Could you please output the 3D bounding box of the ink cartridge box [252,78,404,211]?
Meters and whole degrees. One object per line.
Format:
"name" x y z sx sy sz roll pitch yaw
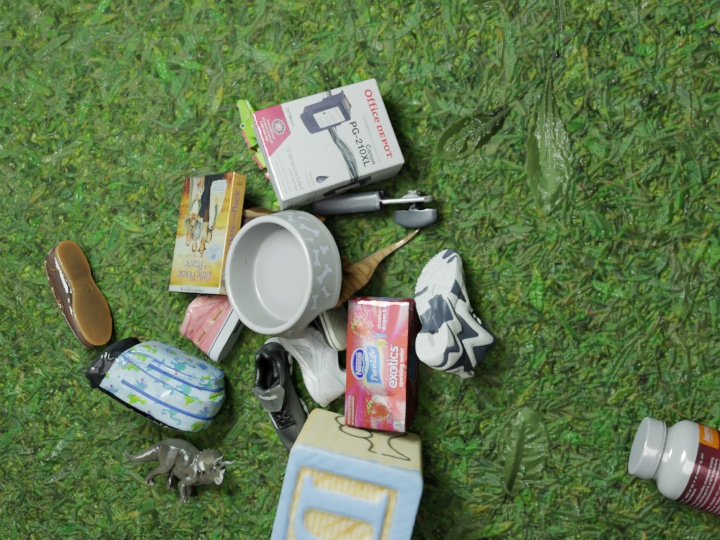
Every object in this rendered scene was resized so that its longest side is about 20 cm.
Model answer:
"ink cartridge box" -0.050 -0.194 1.081 0.200 0.084 0.145 -19 86 -10

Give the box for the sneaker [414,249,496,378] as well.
"sneaker" 0.152 0.075 1.078 0.079 0.130 0.199 -25 45 32

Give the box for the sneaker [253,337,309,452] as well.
"sneaker" -0.136 0.212 1.145 0.066 0.090 0.200 -15 87 16

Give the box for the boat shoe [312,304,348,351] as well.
"boat shoe" -0.076 0.050 1.121 0.062 0.075 0.200 -39 62 17

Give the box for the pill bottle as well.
"pill bottle" 0.485 0.276 0.963 0.200 0.113 0.113 18 95 14

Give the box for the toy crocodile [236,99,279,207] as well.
"toy crocodile" -0.152 -0.194 1.155 0.062 0.068 0.200 -32 83 13

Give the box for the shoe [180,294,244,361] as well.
"shoe" -0.228 0.050 1.178 0.091 0.071 0.200 33 102 9

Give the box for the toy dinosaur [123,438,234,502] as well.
"toy dinosaur" -0.312 0.337 1.216 0.200 0.077 0.102 20 84 19

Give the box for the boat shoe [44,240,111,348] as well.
"boat shoe" -0.510 0.049 1.256 0.070 0.070 0.200 -28 79 32

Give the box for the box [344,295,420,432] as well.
"box" 0.036 0.142 1.094 0.100 0.095 0.200 3 92 16

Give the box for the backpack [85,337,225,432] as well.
"backpack" -0.327 0.191 1.169 0.200 0.163 0.154 43 87 4

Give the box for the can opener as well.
"can opener" 0.023 -0.095 1.116 0.200 0.053 0.067 -4 99 18

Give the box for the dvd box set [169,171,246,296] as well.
"dvd box set" -0.256 -0.060 1.162 0.146 0.029 0.200 2 83 43

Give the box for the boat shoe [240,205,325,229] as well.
"boat shoe" -0.139 -0.065 1.142 0.200 0.070 0.070 10 103 37

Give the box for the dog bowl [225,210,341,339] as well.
"dog bowl" -0.124 0.007 1.049 0.200 0.059 0.200 1 92 35

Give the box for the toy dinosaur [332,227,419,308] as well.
"toy dinosaur" 0.000 0.000 1.113 0.106 0.200 0.060 18 140 37

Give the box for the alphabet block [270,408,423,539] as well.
"alphabet block" -0.017 0.342 1.043 0.195 0.200 0.197 15 94 4

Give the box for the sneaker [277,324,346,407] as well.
"sneaker" -0.080 0.120 1.146 0.080 0.070 0.200 -32 90 8
